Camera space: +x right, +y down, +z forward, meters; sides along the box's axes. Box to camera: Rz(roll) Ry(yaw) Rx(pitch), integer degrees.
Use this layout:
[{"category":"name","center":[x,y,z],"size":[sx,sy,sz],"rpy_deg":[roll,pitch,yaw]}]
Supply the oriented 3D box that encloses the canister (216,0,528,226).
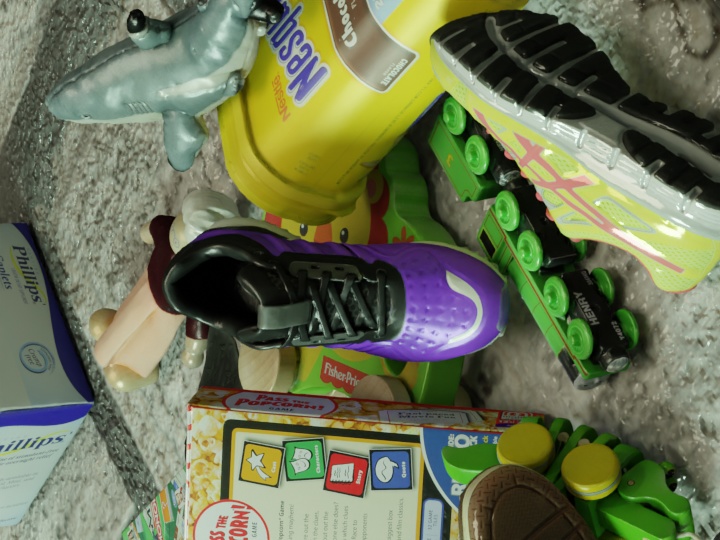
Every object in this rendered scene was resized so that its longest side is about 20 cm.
[{"category":"canister","center":[0.003,-0.143,1.194],"size":[0.200,0.086,0.149],"rpy_deg":[-46,41,38]}]

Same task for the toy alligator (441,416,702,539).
[{"category":"toy alligator","center":[0.136,0.113,1.087],"size":[0.200,0.054,0.059],"rpy_deg":[16,143,32]}]

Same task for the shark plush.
[{"category":"shark plush","center":[-0.102,-0.122,1.185],"size":[0.200,0.083,0.091],"rpy_deg":[-20,60,56]}]

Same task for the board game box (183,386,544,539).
[{"category":"board game box","center":[0.000,0.150,1.183],"size":[0.046,0.200,0.152],"rpy_deg":[-55,-30,-77]}]

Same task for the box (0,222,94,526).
[{"category":"box","center":[-0.324,0.092,1.724],"size":[0.200,0.105,0.184],"rpy_deg":[-54,52,44]}]

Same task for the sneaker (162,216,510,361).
[{"category":"sneaker","center":[-0.021,0.019,1.156],"size":[0.200,0.100,0.070],"rpy_deg":[7,102,21]}]

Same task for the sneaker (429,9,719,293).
[{"category":"sneaker","center":[0.108,-0.058,1.064],"size":[0.200,0.078,0.090],"rpy_deg":[40,139,25]}]

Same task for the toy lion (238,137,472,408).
[{"category":"toy lion","center":[0.000,0.000,1.280],"size":[0.200,0.069,0.192],"rpy_deg":[22,104,53]}]

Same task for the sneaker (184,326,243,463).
[{"category":"sneaker","center":[-0.079,0.140,1.409],"size":[0.104,0.060,0.200],"rpy_deg":[19,104,53]}]

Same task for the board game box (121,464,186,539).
[{"category":"board game box","center":[-0.093,0.224,1.339],"size":[0.135,0.029,0.200],"rpy_deg":[-47,49,41]}]

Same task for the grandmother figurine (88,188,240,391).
[{"category":"grandmother figurine","center":[-0.135,0.012,1.477],"size":[0.121,0.061,0.200],"rpy_deg":[60,142,20]}]

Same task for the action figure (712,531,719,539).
[{"category":"action figure","center":[0.191,0.166,0.964],"size":[0.119,0.102,0.200],"rpy_deg":[48,135,-1]}]

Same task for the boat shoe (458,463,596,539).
[{"category":"boat shoe","center":[0.096,0.191,1.093],"size":[0.075,0.075,0.202],"rpy_deg":[6,122,65]}]

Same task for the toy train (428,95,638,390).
[{"category":"toy train","center":[0.093,-0.018,1.152],"size":[0.200,0.042,0.056],"rpy_deg":[63,150,29]}]
